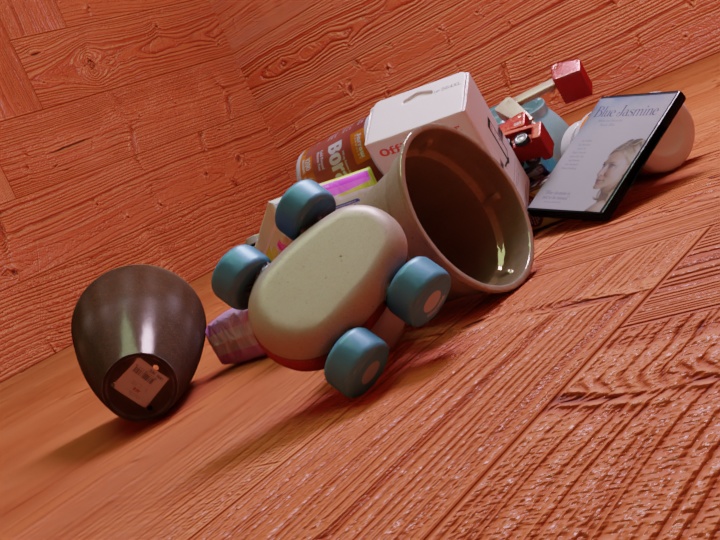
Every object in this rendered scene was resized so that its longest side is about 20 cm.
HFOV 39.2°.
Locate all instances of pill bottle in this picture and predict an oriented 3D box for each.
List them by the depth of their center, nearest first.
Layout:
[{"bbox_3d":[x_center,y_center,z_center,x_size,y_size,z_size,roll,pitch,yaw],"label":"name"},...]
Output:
[{"bbox_3d":[0.372,-0.184,1.436,0.109,0.110,0.200,-26,7,-17],"label":"pill bottle"},{"bbox_3d":[0.013,-0.160,1.452,0.199,0.113,0.112,-25,5,32],"label":"pill bottle"}]

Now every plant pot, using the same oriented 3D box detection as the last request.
[{"bbox_3d":[0.060,-0.030,1.134,0.183,0.201,0.200,-34,-1,40],"label":"plant pot"},{"bbox_3d":[-0.289,0.111,1.324,0.186,0.188,0.200,-25,21,-4],"label":"plant pot"},{"bbox_3d":[0.266,-0.207,1.689,0.199,0.135,0.200,-18,22,8],"label":"plant pot"}]

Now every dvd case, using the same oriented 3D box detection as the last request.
[{"bbox_3d":[0.312,-0.147,1.290,0.200,0.018,0.142,-55,27,-14],"label":"dvd case"}]

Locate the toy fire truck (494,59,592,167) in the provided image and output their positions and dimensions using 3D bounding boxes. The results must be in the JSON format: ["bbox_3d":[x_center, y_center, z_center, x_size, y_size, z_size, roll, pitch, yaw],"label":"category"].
[{"bbox_3d":[0.218,-0.204,1.398,0.199,0.049,0.142,-14,45,30],"label":"toy fire truck"}]

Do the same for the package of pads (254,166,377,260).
[{"bbox_3d":[-0.056,-0.059,1.366,0.154,0.068,0.200,-20,-12,-18],"label":"package of pads"}]

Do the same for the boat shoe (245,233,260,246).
[{"bbox_3d":[-0.075,-0.033,1.520,0.200,0.061,0.072,-11,-18,14],"label":"boat shoe"}]

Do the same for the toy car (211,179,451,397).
[{"bbox_3d":[-0.017,0.047,1.016,0.177,0.184,0.200,-47,-28,-17],"label":"toy car"}]

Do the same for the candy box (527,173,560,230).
[{"bbox_3d":[0.230,-0.086,1.423,0.199,0.057,0.117,-23,7,22],"label":"candy box"}]

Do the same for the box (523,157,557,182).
[{"bbox_3d":[0.248,-0.144,1.510,0.082,0.049,0.200,-22,-17,19],"label":"box"}]

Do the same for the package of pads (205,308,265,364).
[{"bbox_3d":[-0.111,0.058,1.434,0.120,0.076,0.200,-16,11,39],"label":"package of pads"}]

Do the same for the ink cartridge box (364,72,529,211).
[{"bbox_3d":[0.116,-0.140,1.321,0.145,0.200,0.085,-16,42,27],"label":"ink cartridge box"}]
